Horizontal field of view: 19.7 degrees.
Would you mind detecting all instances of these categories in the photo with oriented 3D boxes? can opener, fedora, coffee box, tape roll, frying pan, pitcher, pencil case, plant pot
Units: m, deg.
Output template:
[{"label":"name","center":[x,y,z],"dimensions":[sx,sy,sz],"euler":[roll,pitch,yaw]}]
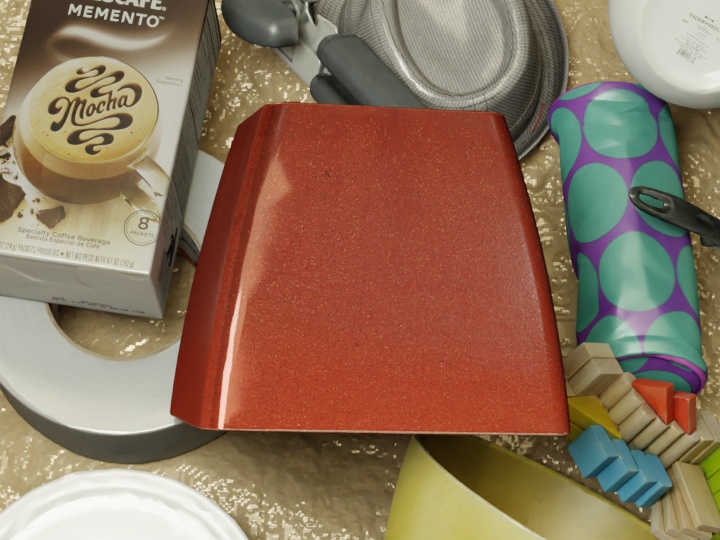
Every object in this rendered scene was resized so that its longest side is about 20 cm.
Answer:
[{"label":"can opener","center":[-0.026,-0.122,1.325],"dimensions":[0.067,0.054,0.200],"euler":[-10,40,-29]},{"label":"fedora","center":[0.051,-0.162,1.375],"dimensions":[0.176,0.090,0.201],"euler":[-12,69,-4]},{"label":"coffee box","center":[-0.160,-0.083,1.281],"dimensions":[0.112,0.080,0.201],"euler":[8,69,4]},{"label":"tape roll","center":[-0.147,0.224,1.236],"dimensions":[0.201,0.071,0.204],"euler":[0,68,0]},{"label":"frying pan","center":[0.243,-0.002,1.303],"dimensions":[0.189,0.031,0.116],"euler":[-8,83,-33]},{"label":"pitcher","center":[0.244,-0.162,1.328],"dimensions":[0.171,0.200,0.122],"euler":[27,110,2]},{"label":"tape roll","center":[-0.146,0.018,1.319],"dimensions":[0.199,0.066,0.201],"euler":[0,68,0]},{"label":"pencil case","center":[0.167,-0.017,1.319],"dimensions":[0.085,0.092,0.201],"euler":[6,66,-22]},{"label":"plant pot","center":[0.088,0.200,1.198],"dimensions":[0.199,0.200,0.143],"euler":[28,98,11]},{"label":"plant pot","center":[0.000,0.000,1.177],"dimensions":[0.199,0.200,0.177],"euler":[1,88,-10]}]

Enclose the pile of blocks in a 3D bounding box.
[{"label":"pile of blocks","center":[0.187,0.109,1.234],"dimensions":[0.199,0.062,0.082],"euler":[31,36,-16]}]
